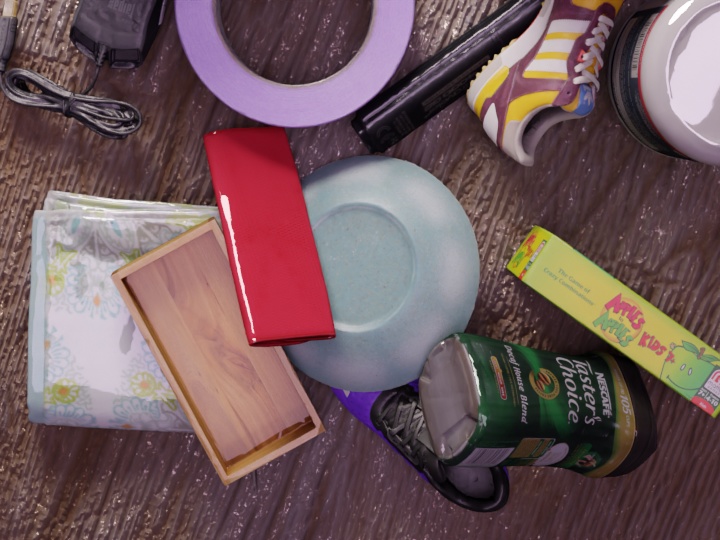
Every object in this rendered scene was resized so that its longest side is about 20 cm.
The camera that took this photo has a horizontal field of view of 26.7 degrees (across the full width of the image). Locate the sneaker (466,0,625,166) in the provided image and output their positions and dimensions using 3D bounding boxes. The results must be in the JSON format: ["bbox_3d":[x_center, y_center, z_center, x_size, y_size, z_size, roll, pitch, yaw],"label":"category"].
[{"bbox_3d":[0.177,-0.177,1.247,0.200,0.074,0.091,-51,57,27],"label":"sneaker"}]

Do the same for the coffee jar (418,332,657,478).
[{"bbox_3d":[0.152,0.115,1.265,0.198,0.105,0.085,8,141,-31],"label":"coffee jar"}]

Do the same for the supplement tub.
[{"bbox_3d":[0.276,-0.158,1.219,0.138,0.200,0.142,0,97,-1],"label":"supplement tub"}]

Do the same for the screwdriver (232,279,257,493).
[{"bbox_3d":[-0.101,0.098,1.328,0.029,0.028,0.203,13,110,33],"label":"screwdriver"}]

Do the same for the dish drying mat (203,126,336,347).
[{"bbox_3d":[-0.077,-0.030,1.257,0.076,0.018,0.202,-4,63,-22],"label":"dish drying mat"}]

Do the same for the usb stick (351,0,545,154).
[{"bbox_3d":[0.081,-0.170,1.289,0.199,0.055,0.033,-36,61,3],"label":"usb stick"}]

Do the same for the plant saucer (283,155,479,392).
[{"bbox_3d":[0.000,0.000,1.278,0.198,0.039,0.204,-2,83,16],"label":"plant saucer"}]

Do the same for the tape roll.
[{"bbox_3d":[-0.055,-0.222,1.271,0.197,0.066,0.203,0,96,-2],"label":"tape roll"}]

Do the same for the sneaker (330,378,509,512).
[{"bbox_3d":[0.055,0.134,1.297,0.200,0.100,0.070,40,93,-5],"label":"sneaker"}]

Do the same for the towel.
[{"bbox_3d":[-0.198,0.037,1.306,0.169,0.048,0.203,4,97,-1],"label":"towel"}]

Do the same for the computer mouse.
[{"bbox_3d":[-0.230,-0.222,1.280,0.139,0.046,0.203,14,100,4],"label":"computer mouse"}]

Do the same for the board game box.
[{"bbox_3d":[0.223,0.041,1.291,0.199,0.102,0.048,35,94,-5],"label":"board game box"}]

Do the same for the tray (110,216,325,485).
[{"bbox_3d":[-0.119,0.068,1.277,0.098,0.037,0.202,-28,100,-2],"label":"tray"}]
